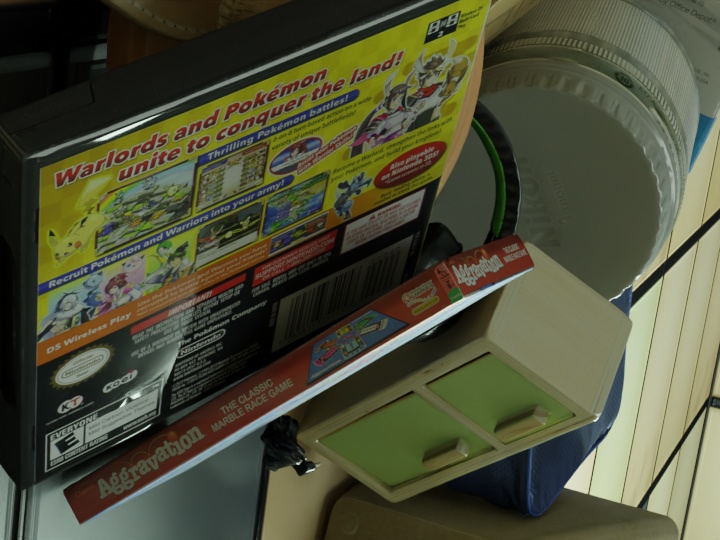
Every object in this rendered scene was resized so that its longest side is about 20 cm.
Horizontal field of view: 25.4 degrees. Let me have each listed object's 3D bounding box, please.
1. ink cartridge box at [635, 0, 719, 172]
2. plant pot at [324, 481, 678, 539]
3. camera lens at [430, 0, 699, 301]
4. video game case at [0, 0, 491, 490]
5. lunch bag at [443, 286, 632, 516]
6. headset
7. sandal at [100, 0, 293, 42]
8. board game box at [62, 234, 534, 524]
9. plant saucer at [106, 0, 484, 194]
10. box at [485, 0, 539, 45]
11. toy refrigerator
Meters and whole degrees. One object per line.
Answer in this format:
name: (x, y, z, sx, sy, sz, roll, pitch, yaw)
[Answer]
ink cartridge box: (0.198, -0.189, 1.086, 0.086, 0.146, 0.200, -63, 176, -69)
plant pot: (0.065, 0.229, 1.030, 0.177, 0.199, 0.201, 21, 83, -60)
camera lens: (0.123, -0.077, 0.980, 0.200, 0.159, 0.160, -59, 155, -61)
video game case: (-0.045, -0.020, 0.595, 0.200, 0.026, 0.181, -27, 149, -31)
lunch bag: (0.089, 0.057, 1.050, 0.200, 0.132, 0.136, -34, 130, -56)
headset: (0.000, 0.000, 0.774, 0.200, 0.123, 0.094, -63, -172, 9)
sandal: (-0.019, -0.106, 0.603, 0.211, 0.070, 0.078, 29, 79, -43)
board game box: (-0.025, 0.045, 0.679, 0.019, 0.200, 0.103, 60, 22, 4)
plant saucer: (-0.017, -0.091, 0.681, 0.200, 0.032, 0.201, -12, 109, -40)
box: (0.088, -0.153, 0.831, 0.163, 0.021, 0.200, -38, 179, -32)
toy refrigerator: (0.049, 0.063, 0.860, 0.200, 0.076, 0.070, -33, -155, 53)
